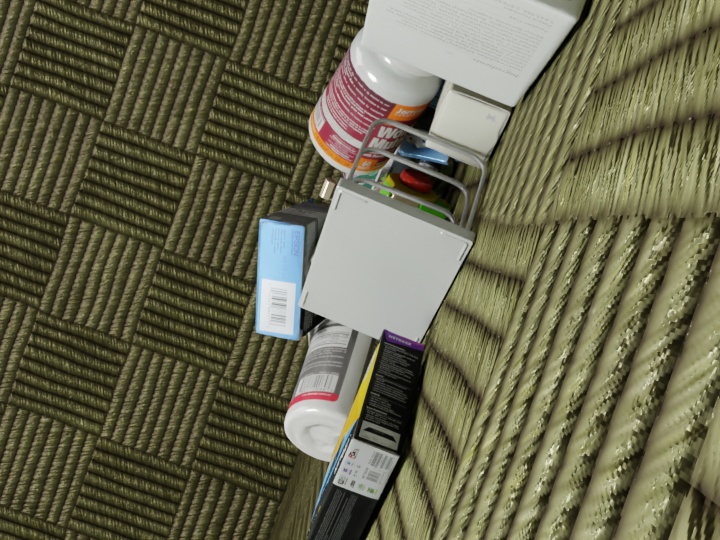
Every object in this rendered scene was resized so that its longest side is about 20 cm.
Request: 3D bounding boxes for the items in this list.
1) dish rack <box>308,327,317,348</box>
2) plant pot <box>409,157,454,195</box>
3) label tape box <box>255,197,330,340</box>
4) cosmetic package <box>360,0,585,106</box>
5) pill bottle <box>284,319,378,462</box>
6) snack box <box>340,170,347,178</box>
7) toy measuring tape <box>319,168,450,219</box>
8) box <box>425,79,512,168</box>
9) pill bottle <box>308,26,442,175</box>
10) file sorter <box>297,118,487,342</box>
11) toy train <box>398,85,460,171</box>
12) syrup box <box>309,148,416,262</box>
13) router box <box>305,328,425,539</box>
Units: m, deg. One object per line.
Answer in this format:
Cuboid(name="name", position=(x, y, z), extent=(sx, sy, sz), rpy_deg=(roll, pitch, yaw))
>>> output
Cuboid(name="dish rack", position=(-0.059, 0.008, 1.484), extent=(0.200, 0.043, 0.174), rpy_deg=(-94, 3, -69))
Cuboid(name="plant pot", position=(0.064, -0.198, 1.382), extent=(0.191, 0.198, 0.201), rpy_deg=(-89, 16, -47))
Cuboid(name="label tape box", position=(-0.070, -0.009, 1.260), extent=(0.200, 0.062, 0.146), rpy_deg=(-36, -48, -69))
Cuboid(name="cosmetic package", position=(0.108, -0.272, 0.832), extent=(0.200, 0.163, 0.167), rpy_deg=(118, 172, -78))
Cuboid(name="pill bottle", position=(-0.018, 0.129, 1.217), extent=(0.111, 0.110, 0.201), rpy_deg=(112, 177, -49))
Cuboid(name="snack box", position=(0.000, -0.127, 1.472), extent=(0.201, 0.024, 0.072), rpy_deg=(-104, 22, -46))
Cuboid(name="toy measuring tape", position=(0.026, -0.091, 1.146), extent=(0.073, 0.198, 0.075), rpy_deg=(-15, 71, 51))
Cuboid(name="box", position=(0.128, -0.208, 1.040), extent=(0.201, 0.068, 0.083), rpy_deg=(-72, 4, -45))
Cuboid(name="pill bottle", position=(0.025, -0.206, 1.083), extent=(0.200, 0.109, 0.110), rpy_deg=(-51, 16, 50))
Cuboid(name="file sorter", position=(0.035, -0.038, 1.013), extent=(0.201, 0.137, 0.125), rpy_deg=(112, 179, -51))
Cuboid(name="toy train", position=(0.104, -0.223, 1.189), extent=(0.114, 0.086, 0.202), rpy_deg=(34, -107, -61))
Cuboid(name="syrup box", position=(0.014, -0.062, 1.233), extent=(0.078, 0.082, 0.201), rpy_deg=(-15, 37, 32))
Cuboid(name="router box", position=(0.002, 0.182, 0.968), extent=(0.150, 0.051, 0.201), rpy_deg=(-71, 1, -51))
